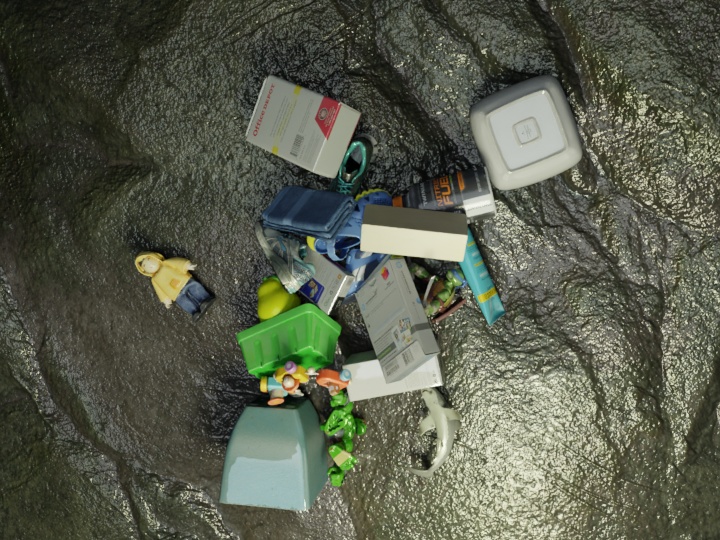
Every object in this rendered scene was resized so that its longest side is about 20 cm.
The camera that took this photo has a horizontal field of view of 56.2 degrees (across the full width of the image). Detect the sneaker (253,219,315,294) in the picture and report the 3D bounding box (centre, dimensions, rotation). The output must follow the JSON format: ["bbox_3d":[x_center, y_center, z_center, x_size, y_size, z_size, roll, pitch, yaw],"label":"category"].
[{"bbox_3d":[-0.159,-0.039,1.434,0.086,0.078,0.200,-29,58,-8],"label":"sneaker"}]

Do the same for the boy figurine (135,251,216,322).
[{"bbox_3d":[-0.417,0.021,1.513,0.200,0.064,0.124,43,105,-1],"label":"boy figurine"}]

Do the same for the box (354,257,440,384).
[{"bbox_3d":[0.067,0.100,1.321,0.156,0.041,0.201,-48,57,50],"label":"box"}]

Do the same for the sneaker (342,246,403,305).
[{"bbox_3d":[0.000,0.000,1.432,0.200,0.074,0.082,-43,75,17],"label":"sneaker"}]

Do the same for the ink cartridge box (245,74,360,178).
[{"bbox_3d":[-0.119,-0.294,1.370,0.200,0.083,0.146,29,103,29],"label":"ink cartridge box"}]

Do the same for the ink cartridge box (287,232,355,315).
[{"bbox_3d":[-0.104,0.005,1.444,0.200,0.037,0.095,35,105,33],"label":"ink cartridge box"}]

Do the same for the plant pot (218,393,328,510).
[{"bbox_3d":[-0.182,0.379,1.463,0.195,0.196,0.201,1,92,10],"label":"plant pot"}]

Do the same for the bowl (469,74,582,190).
[{"bbox_3d":[0.327,-0.270,1.333,0.199,0.075,0.201,-20,95,13],"label":"bowl"}]

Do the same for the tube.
[{"bbox_3d":[0.241,0.011,1.394,0.050,0.077,0.201,-24,91,47],"label":"tube"}]

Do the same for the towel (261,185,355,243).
[{"bbox_3d":[-0.107,-0.120,1.387,0.199,0.049,0.112,14,58,41],"label":"towel"}]

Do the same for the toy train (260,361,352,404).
[{"bbox_3d":[-0.118,0.243,1.381,0.150,0.056,0.200,25,143,-33],"label":"toy train"}]

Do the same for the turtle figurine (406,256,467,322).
[{"bbox_3d":[0.106,0.050,1.383,0.194,0.200,0.144,-52,56,17],"label":"turtle figurine"}]

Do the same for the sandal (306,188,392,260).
[{"bbox_3d":[-0.012,-0.087,1.387,0.200,0.087,0.079,-39,134,7],"label":"sandal"}]

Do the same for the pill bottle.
[{"bbox_3d":[0.167,-0.136,1.363,0.199,0.106,0.107,-14,95,12],"label":"pill bottle"}]

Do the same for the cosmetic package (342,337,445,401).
[{"bbox_3d":[0.073,0.210,1.430,0.199,0.108,0.085,-11,95,10],"label":"cosmetic package"}]

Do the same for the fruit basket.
[{"bbox_3d":[-0.160,0.119,1.451,0.215,0.155,0.216,-18,52,25],"label":"fruit basket"}]

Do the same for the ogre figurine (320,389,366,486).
[{"bbox_3d":[-0.042,0.345,1.463,0.098,0.120,0.201,-18,96,9],"label":"ogre figurine"}]

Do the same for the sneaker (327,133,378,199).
[{"bbox_3d":[-0.028,-0.189,1.398,0.077,0.091,0.201,20,102,6],"label":"sneaker"}]

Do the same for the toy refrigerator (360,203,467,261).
[{"bbox_3d":[0.103,-0.071,1.304,0.199,0.076,0.070,6,127,3],"label":"toy refrigerator"}]

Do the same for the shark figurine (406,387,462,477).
[{"bbox_3d":[0.181,0.356,1.450,0.128,0.089,0.216,6,92,43],"label":"shark figurine"}]
